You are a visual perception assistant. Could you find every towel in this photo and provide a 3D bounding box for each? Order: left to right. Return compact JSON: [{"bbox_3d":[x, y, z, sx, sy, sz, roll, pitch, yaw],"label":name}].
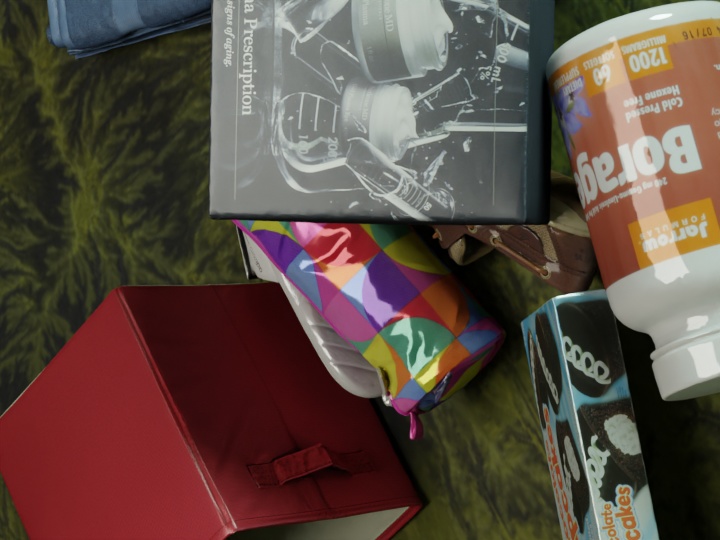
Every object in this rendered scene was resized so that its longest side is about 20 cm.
[{"bbox_3d":[-0.140,-0.214,1.792,0.199,0.048,0.113,-10,86,44],"label":"towel"}]

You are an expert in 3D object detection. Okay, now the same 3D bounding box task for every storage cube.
[{"bbox_3d":[-0.100,0.126,1.693,0.200,0.170,0.180,-47,61,36],"label":"storage cube"}]

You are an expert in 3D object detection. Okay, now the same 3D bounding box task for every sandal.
[{"bbox_3d":[-0.038,-0.003,1.685,0.059,0.079,0.208,-49,55,51],"label":"sandal"}]

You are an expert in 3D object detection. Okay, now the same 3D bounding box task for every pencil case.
[{"bbox_3d":[0.000,0.000,1.611,0.200,0.088,0.088,50,126,10],"label":"pencil case"}]

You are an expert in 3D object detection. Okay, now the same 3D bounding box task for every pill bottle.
[{"bbox_3d":[0.178,-0.036,1.453,0.112,0.112,0.201,-25,76,42],"label":"pill bottle"}]

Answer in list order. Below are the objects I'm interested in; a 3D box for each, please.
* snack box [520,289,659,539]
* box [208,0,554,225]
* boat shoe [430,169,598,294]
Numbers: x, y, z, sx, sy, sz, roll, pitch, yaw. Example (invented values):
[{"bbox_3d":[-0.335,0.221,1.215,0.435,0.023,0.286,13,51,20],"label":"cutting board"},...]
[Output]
[{"bbox_3d":[0.134,0.117,1.515,0.116,0.037,0.202,124,136,-81],"label":"snack box"},{"bbox_3d":[0.014,-0.126,1.490,0.181,0.104,0.202,1,91,11],"label":"box"},{"bbox_3d":[0.065,-0.038,1.594,0.199,0.072,0.072,24,108,34],"label":"boat shoe"}]
